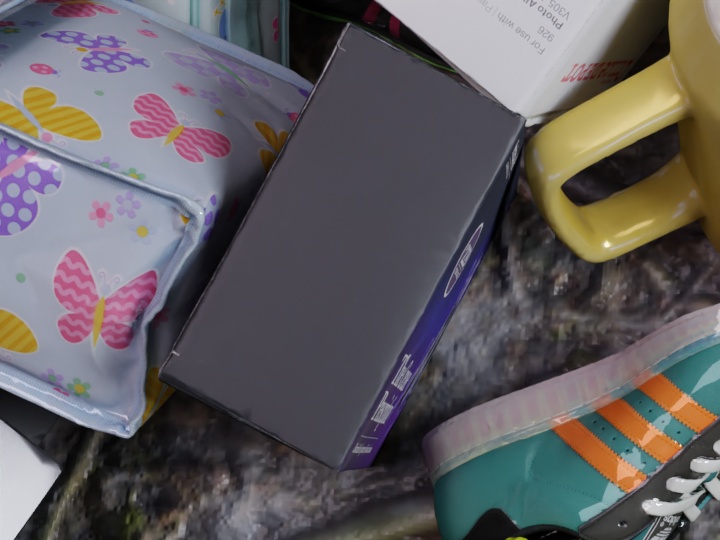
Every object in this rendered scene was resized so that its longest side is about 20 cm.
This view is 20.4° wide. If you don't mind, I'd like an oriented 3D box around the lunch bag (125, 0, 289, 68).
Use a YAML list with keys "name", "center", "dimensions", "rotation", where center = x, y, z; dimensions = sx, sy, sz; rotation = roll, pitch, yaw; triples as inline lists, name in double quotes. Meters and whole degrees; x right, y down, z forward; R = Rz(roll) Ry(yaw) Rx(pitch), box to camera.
- name: "lunch bag"
  center: [-0.099, -0.132, 0.905]
  dimensions: [0.160, 0.077, 0.202]
  rotation: [24, 128, 32]

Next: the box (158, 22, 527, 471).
- name: "box"
  center: [0.000, 0.000, 0.782]
  dimensions: [0.078, 0.200, 0.142]
  rotation: [26, 87, 5]

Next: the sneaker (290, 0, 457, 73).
- name: "sneaker"
  center: [0.019, -0.139, 0.891]
  dimensions: [0.199, 0.084, 0.077]
  rotation: [14, 81, 31]

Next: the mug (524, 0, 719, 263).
- name: "mug"
  center: [0.169, -0.062, 0.736]
  dimensions: [0.149, 0.153, 0.187]
  rotation: [35, 86, 26]

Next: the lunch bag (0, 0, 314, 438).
- name: "lunch bag"
  center: [-0.133, -0.048, 0.792]
  dimensions: [0.199, 0.170, 0.128]
  rotation: [23, 114, 9]

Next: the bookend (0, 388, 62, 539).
- name: "bookend"
  center: [-0.179, 0.062, 0.831]
  dimensions: [0.199, 0.092, 0.200]
  rotation: [-56, 14, -21]

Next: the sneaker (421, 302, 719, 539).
- name: "sneaker"
  center: [0.119, 0.072, 0.781]
  dimensions: [0.199, 0.071, 0.081]
  rotation: [-26, 65, 26]

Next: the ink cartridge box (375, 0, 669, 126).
- name: "ink cartridge box"
  center: [0.104, -0.160, 0.752]
  dimensions: [0.087, 0.145, 0.201]
  rotation: [38, 107, 11]

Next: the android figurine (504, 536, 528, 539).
- name: "android figurine"
  center: [0.025, 0.197, 0.779]
  dimensions: [0.182, 0.041, 0.201]
  rotation: [42, 110, 32]
